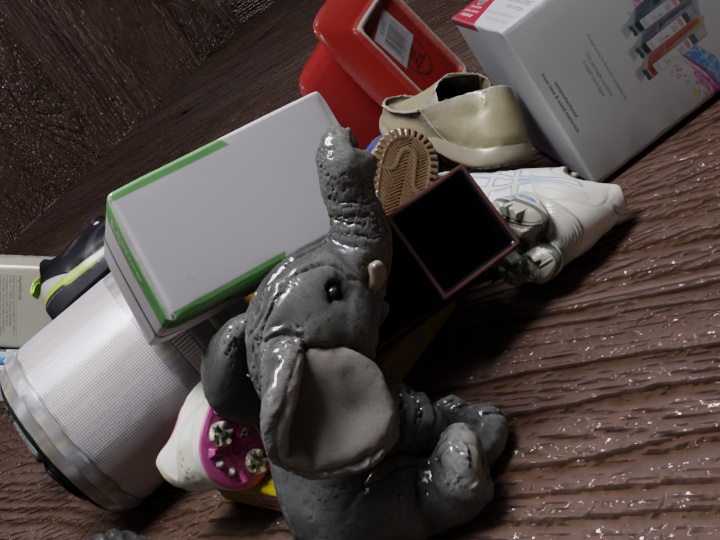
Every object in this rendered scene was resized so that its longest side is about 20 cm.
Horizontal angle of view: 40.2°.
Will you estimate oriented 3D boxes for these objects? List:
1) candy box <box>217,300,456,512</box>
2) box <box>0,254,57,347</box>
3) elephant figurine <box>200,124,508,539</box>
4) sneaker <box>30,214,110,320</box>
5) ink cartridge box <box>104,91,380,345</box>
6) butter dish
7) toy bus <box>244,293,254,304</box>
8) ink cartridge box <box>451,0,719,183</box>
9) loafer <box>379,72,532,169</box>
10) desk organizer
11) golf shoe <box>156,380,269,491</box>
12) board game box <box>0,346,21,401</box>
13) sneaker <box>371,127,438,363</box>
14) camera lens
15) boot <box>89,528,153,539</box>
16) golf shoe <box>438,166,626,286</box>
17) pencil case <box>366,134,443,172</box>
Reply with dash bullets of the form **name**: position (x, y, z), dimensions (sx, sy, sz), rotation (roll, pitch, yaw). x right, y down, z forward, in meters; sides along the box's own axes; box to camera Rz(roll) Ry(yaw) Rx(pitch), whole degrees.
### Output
- **candy box**: position (-0.018, 0.089, 0.721), dimensions (0.102, 0.026, 0.200), rotation (-5, 39, 51)
- **box**: position (-0.276, 0.030, 0.943), dimensions (0.198, 0.083, 0.068), rotation (3, 8, -6)
- **elephant figurine**: position (-0.022, 0.056, 0.541), dimensions (0.141, 0.200, 0.156), rotation (-24, 25, 33)
- **sneaker**: position (-0.210, -0.032, 0.875), dimensions (0.199, 0.072, 0.083), rotation (-36, 57, -4)
- **ink cartridge box**: position (-0.089, -0.025, 0.653), dimensions (0.145, 0.085, 0.200), rotation (-29, 1, -18)
- **butter dish**: position (0.010, -0.185, 1.031), dimensions (0.148, 0.199, 0.201), rotation (-37, 18, 34)
- **toy bus**: position (-0.119, -0.010, 0.987), dimensions (0.193, 0.135, 0.200), rotation (-59, 21, -8)
- **ink cartridge box**: position (0.204, -0.196, 0.772), dimensions (0.199, 0.145, 0.145), rotation (-36, 20, 3)
- **loafer**: position (0.080, -0.134, 0.834), dimensions (0.075, 0.069, 0.200), rotation (-8, 18, -27)
- **desk organizer**: position (0.002, 0.019, 0.638), dimensions (0.199, 0.072, 0.077), rotation (-35, -4, -20)
- **golf shoe**: position (-0.084, 0.077, 0.719), dimensions (0.091, 0.075, 0.201), rotation (-26, 23, 40)
- **board game box**: position (-0.259, 0.088, 0.949), dimensions (0.198, 0.035, 0.126), rotation (0, 11, -18)
- **sneaker**: position (0.000, 0.000, 0.744), dimensions (0.108, 0.070, 0.202), rotation (137, 154, -66)
- **camera lens**: position (-0.178, 0.083, 0.811), dimensions (0.200, 0.160, 0.160), rotation (-41, 20, -6)
- **boot**: position (-0.153, 0.238, 0.554), dimensions (0.157, 0.080, 0.211), rotation (-10, 26, 43)
- **golf shoe**: position (0.117, -0.042, 0.733), dimensions (0.097, 0.079, 0.200), rotation (-24, 21, -16)
- **pencil case**: position (0.002, -0.046, 0.878), dimensions (0.077, 0.087, 0.200), rotation (5, 41, 32)
